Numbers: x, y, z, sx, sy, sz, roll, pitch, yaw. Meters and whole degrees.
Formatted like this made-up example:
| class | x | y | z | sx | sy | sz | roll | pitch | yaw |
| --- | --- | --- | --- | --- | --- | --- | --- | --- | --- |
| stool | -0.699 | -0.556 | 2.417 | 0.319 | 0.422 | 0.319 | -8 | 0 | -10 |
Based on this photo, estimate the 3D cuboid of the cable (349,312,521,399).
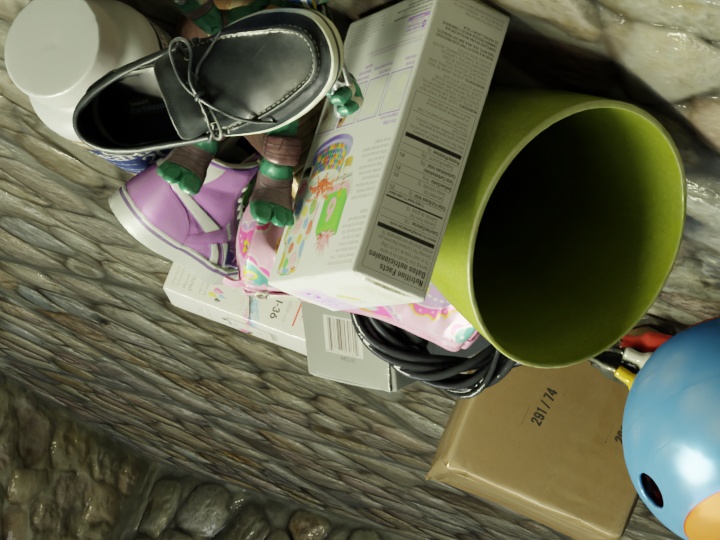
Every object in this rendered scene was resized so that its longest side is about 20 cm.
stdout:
| class | x | y | z | sx | sy | sz | roll | pitch | yaw |
| --- | --- | --- | --- | --- | --- | --- | --- | --- | --- |
| cable | 0.067 | 0.009 | 1.603 | 0.162 | 0.201 | 0.051 | -5 | -162 | -11 |

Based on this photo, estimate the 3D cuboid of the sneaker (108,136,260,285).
| class | x | y | z | sx | sy | sz | roll | pitch | yaw |
| --- | --- | --- | --- | --- | --- | --- | --- | --- | --- |
| sneaker | -0.109 | -0.054 | 1.623 | 0.073 | 0.114 | 0.200 | 51 | -173 | 17 |

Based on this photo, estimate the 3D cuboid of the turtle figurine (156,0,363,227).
| class | x | y | z | sx | sy | sz | roll | pitch | yaw |
| --- | --- | --- | --- | --- | --- | --- | --- | --- | --- |
| turtle figurine | -0.058 | -0.138 | 1.358 | 0.149 | 0.201 | 0.101 | 27 | -158 | 16 |

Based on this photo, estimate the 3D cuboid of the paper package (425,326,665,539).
| class | x | y | z | sx | sy | sz | roll | pitch | yaw |
| --- | --- | --- | --- | --- | --- | --- | --- | --- | --- |
| paper package | 0.187 | 0.134 | 1.899 | 0.190 | 0.201 | 0.103 | 23 | 166 | -2 |

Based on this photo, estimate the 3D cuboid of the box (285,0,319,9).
| class | x | y | z | sx | sy | sz | roll | pitch | yaw |
| --- | --- | --- | --- | --- | --- | --- | --- | --- | --- |
| box | -0.111 | -0.230 | 1.278 | 0.199 | 0.065 | 0.070 | 19 | 166 | 17 |

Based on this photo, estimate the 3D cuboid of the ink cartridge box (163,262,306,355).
| class | x | y | z | sx | sy | sz | roll | pitch | yaw |
| --- | --- | --- | --- | --- | --- | --- | --- | --- | --- |
| ink cartridge box | -0.081 | 0.008 | 2.024 | 0.199 | 0.117 | 0.068 | 20 | 166 | 7 |

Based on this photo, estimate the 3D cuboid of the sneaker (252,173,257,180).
| class | x | y | z | sx | sy | sz | roll | pitch | yaw |
| --- | --- | --- | --- | --- | --- | --- | --- | --- | --- |
| sneaker | -0.067 | -0.058 | 1.898 | 0.088 | 0.076 | 0.200 | 53 | -172 | 17 |

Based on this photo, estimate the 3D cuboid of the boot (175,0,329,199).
| class | x | y | z | sx | sy | sz | roll | pitch | yaw |
| --- | --- | --- | --- | --- | --- | --- | --- | --- | --- |
| boot | -0.063 | -0.113 | 1.499 | 0.201 | 0.072 | 0.166 | 66 | 161 | -8 |

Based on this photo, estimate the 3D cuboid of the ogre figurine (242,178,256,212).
| class | x | y | z | sx | sy | sz | roll | pitch | yaw |
| --- | --- | --- | --- | --- | --- | --- | --- | --- | --- |
| ogre figurine | 0.000 | -0.063 | 1.666 | 0.199 | 0.099 | 0.120 | 24 | 171 | 4 |

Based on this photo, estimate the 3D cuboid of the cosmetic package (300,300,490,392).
| class | x | y | z | sx | sy | sz | roll | pitch | yaw |
| --- | --- | --- | --- | --- | --- | --- | --- | --- | --- |
| cosmetic package | 0.055 | 0.029 | 1.734 | 0.199 | 0.091 | 0.106 | -17 | -162 | -41 |

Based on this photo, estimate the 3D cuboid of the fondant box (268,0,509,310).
| class | x | y | z | sx | sy | sz | roll | pitch | yaw |
| --- | --- | --- | --- | --- | --- | --- | --- | --- | --- |
| fondant box | 0.017 | -0.078 | 1.360 | 0.058 | 0.201 | 0.144 | 23 | 167 | -22 |

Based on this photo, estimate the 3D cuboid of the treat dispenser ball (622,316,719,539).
| class | x | y | z | sx | sy | sz | roll | pitch | yaw |
| --- | --- | --- | --- | --- | --- | --- | --- | --- | --- |
| treat dispenser ball | 0.319 | 0.137 | 1.698 | 0.200 | 0.202 | 0.201 | 21 | 166 | 5 |

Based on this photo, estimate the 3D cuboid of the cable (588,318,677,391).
| class | x | y | z | sx | sy | sz | roll | pitch | yaw |
| --- | --- | --- | --- | --- | --- | --- | --- | --- | --- |
| cable | 0.214 | 0.064 | 1.818 | 0.199 | 0.098 | 0.050 | 21 | 151 | -5 |

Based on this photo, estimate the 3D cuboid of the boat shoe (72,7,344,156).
| class | x | y | z | sx | sy | sz | roll | pitch | yaw |
| --- | --- | --- | --- | --- | --- | --- | --- | --- | --- |
| boat shoe | -0.100 | -0.115 | 1.299 | 0.199 | 0.075 | 0.062 | -13 | -170 | 28 |

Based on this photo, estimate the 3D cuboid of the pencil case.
| class | x | y | z | sx | sy | sz | roll | pitch | yaw |
| --- | --- | --- | --- | --- | --- | --- | --- | --- | --- |
| pencil case | 0.000 | 0.000 | 1.527 | 0.199 | 0.088 | 0.087 | 15 | 167 | -6 |

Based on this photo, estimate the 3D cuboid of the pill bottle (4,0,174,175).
| class | x | y | z | sx | sy | sz | roll | pitch | yaw |
| --- | --- | --- | --- | --- | --- | --- | --- | --- | --- |
| pill bottle | -0.188 | -0.143 | 1.571 | 0.110 | 0.112 | 0.200 | 16 | 174 | 25 |

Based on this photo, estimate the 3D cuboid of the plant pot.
| class | x | y | z | sx | sy | sz | roll | pitch | yaw |
| --- | --- | --- | --- | --- | --- | --- | --- | --- | --- |
| plant pot | 0.095 | -0.056 | 1.435 | 0.187 | 0.188 | 0.200 | 34 | 179 | -39 |
